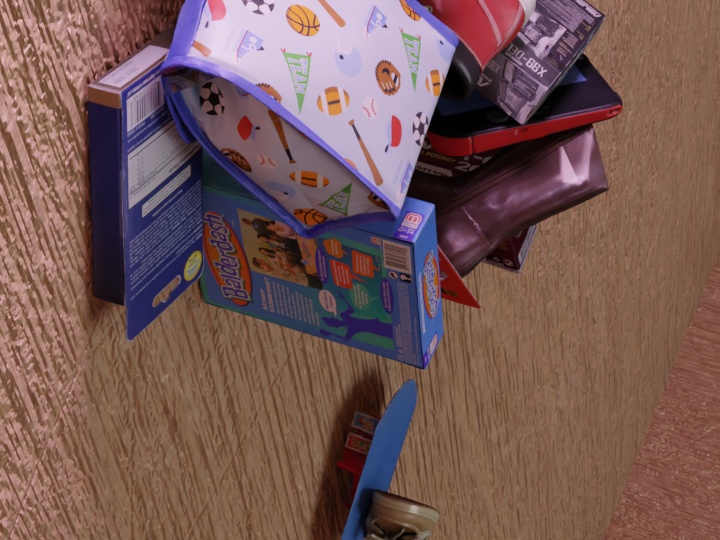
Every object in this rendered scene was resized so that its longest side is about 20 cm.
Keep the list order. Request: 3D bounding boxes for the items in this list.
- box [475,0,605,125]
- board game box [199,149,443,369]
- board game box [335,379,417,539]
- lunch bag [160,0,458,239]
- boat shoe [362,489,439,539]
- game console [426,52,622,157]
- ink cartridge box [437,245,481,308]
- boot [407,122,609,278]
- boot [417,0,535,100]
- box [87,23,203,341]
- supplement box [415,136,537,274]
[{"bbox_3d":[0.106,-0.237,1.739,0.050,0.199,0.158,-54,178,41],"label":"box"},{"bbox_3d":[-0.036,-0.012,1.517,0.153,0.198,0.045,84,28,-49],"label":"board game box"},{"bbox_3d":[0.004,0.202,2.060,0.158,0.039,0.202,-26,135,-71],"label":"board game box"},{"bbox_3d":[-0.048,-0.148,1.391,0.200,0.123,0.171,40,53,-34],"label":"lunch bag"},{"bbox_3d":[0.042,0.278,2.075,0.200,0.073,0.063,69,40,-71],"label":"boat shoe"},{"bbox_3d":[0.127,-0.173,1.796,0.200,0.175,0.031,-115,-169,-56],"label":"game console"},{"bbox_3d":[0.000,0.000,1.668,0.044,0.172,0.200,-68,160,-10],"label":"ink cartridge box"},{"bbox_3d":[0.112,-0.100,1.781,0.199,0.187,0.064,-34,154,8],"label":"boot"},{"bbox_3d":[0.041,-0.240,1.608,0.145,0.200,0.072,-52,-169,-34],"label":"boot"},{"bbox_3d":[-0.151,-0.061,1.404,0.121,0.032,0.202,-47,145,-53],"label":"box"},{"bbox_3d":[0.117,-0.079,2.038,0.200,0.108,0.061,68,43,-60],"label":"supplement box"}]
